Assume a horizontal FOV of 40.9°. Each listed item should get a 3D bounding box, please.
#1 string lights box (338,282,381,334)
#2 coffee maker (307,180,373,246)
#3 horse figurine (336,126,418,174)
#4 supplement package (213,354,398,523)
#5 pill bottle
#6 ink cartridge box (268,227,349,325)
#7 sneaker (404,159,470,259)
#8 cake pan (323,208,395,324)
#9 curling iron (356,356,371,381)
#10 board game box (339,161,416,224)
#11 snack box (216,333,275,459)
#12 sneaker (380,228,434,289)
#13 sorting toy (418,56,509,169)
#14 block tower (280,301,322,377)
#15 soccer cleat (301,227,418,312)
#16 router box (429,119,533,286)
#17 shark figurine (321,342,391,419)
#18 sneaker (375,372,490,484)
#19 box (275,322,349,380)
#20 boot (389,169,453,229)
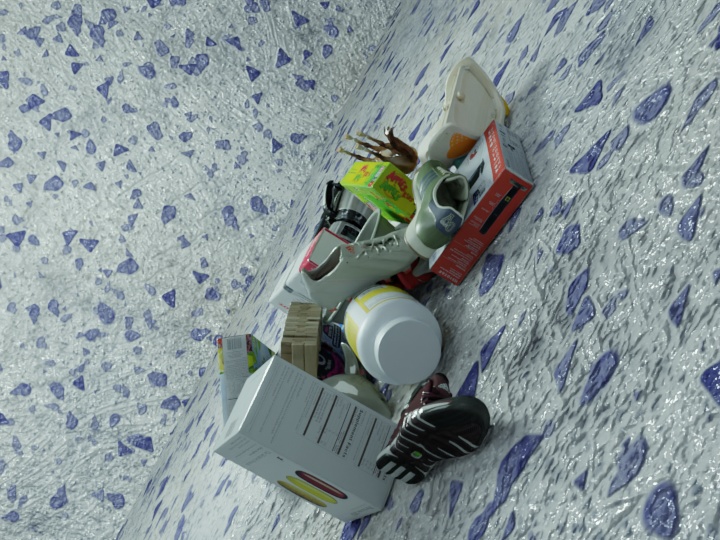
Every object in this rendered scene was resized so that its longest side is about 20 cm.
[{"bbox_3d":[0.023,0.071,1.528,0.103,0.059,0.200,-59,12,3],"label":"string lights box"},{"bbox_3d":[-0.030,-0.069,1.987,0.193,0.134,0.201,98,-169,-51],"label":"coffee maker"},{"bbox_3d":[0.043,-0.186,1.540,0.200,0.132,0.050,-171,99,-75],"label":"horse figurine"},{"bbox_3d":[-0.059,0.212,1.193,0.114,0.199,0.110,-43,20,57],"label":"supplement package"},{"bbox_3d":[0.044,0.087,1.276,0.112,0.112,0.200,-59,12,3],"label":"pill bottle"},{"bbox_3d":[-0.060,0.028,1.767,0.200,0.144,0.085,-42,19,55],"label":"ink cartridge box"},{"bbox_3d":[0.117,-0.103,1.319,0.090,0.067,0.201,-42,21,35],"label":"sneaker"},{"bbox_3d":[0.000,0.000,1.513,0.201,0.037,0.200,-63,8,15],"label":"cake pan"},{"bbox_3d":[-0.002,0.169,1.478,0.050,0.025,0.200,-54,13,14],"label":"curling iron"},{"bbox_3d":[0.042,-0.122,1.521,0.048,0.101,0.200,-54,16,-4],"label":"board game box"},{"bbox_3d":[-0.184,0.224,1.637,0.169,0.067,0.201,60,-159,-71],"label":"snack box"},{"bbox_3d":[0.060,-0.010,1.477,0.085,0.077,0.200,-39,9,-7],"label":"sneaker"},{"bbox_3d":[0.140,-0.209,1.551,0.180,0.107,0.201,-42,21,39],"label":"sorting toy"},{"bbox_3d":[-0.087,0.101,1.458,0.200,0.054,0.058,-90,1,-75],"label":"block tower"},{"bbox_3d":[0.010,-0.016,1.371,0.199,0.078,0.069,-31,26,6],"label":"soccer cleat"},{"bbox_3d":[0.164,-0.100,1.372,0.180,0.049,0.200,-55,13,23],"label":"router box"},{"bbox_3d":[-0.055,0.190,1.373,0.089,0.129,0.214,-15,-17,-40],"label":"shark figurine"},{"bbox_3d":[0.085,0.149,1.056,0.200,0.075,0.116,-46,15,52],"label":"sneaker"},{"bbox_3d":[-0.083,0.178,1.581,0.132,0.114,0.200,-55,13,24],"label":"box"},{"bbox_3d":[0.091,-0.087,1.631,0.200,0.073,0.091,-38,17,42],"label":"boot"}]
